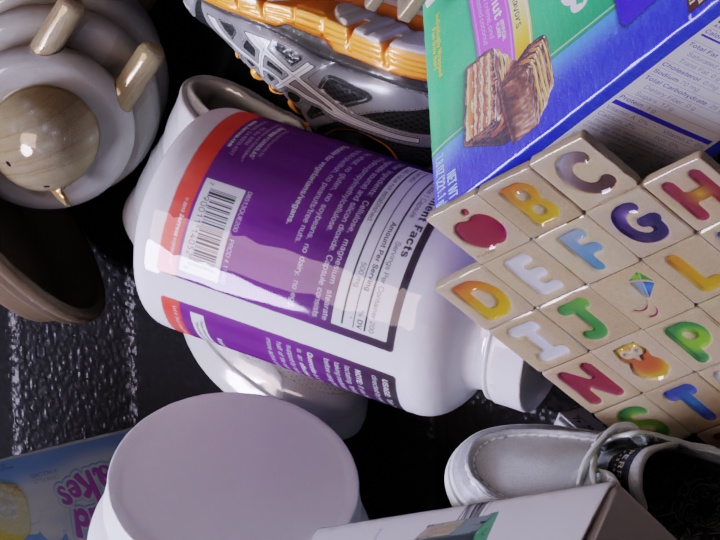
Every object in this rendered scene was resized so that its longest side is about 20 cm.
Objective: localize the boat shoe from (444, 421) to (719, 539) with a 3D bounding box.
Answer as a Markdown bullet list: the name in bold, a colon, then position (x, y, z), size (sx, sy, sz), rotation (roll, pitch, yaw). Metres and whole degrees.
- **boat shoe**: position (0.128, 0.096, 1.111), size (0.201, 0.070, 0.072), rotation (14, 148, 23)

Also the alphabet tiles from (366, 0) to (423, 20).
- **alphabet tiles**: position (0.041, -0.216, 1.136), size (0.166, 0.006, 0.200), rotation (-50, 31, 47)

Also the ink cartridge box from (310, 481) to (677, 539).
- **ink cartridge box**: position (0.074, 0.175, 1.119), size (0.146, 0.084, 0.200), rotation (43, 145, -25)

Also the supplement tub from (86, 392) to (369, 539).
- **supplement tub**: position (-0.067, 0.174, 1.294), size (0.145, 0.145, 0.200), rotation (42, 145, 33)

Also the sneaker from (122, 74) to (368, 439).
- **sneaker**: position (-0.051, -0.014, 1.323), size (0.200, 0.074, 0.116), rotation (50, 134, 30)

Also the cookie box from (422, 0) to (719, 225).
- **cookie box**: position (0.112, -0.127, 1.074), size (0.200, 0.075, 0.171), rotation (-38, 45, 44)

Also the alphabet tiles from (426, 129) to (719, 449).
- **alphabet tiles**: position (0.130, 0.018, 1.080), size (0.200, 0.006, 0.166), rotation (38, 142, -22)

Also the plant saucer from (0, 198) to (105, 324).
- **plant saucer**: position (-0.214, -0.047, 1.413), size (0.029, 0.200, 0.200), rotation (-37, 67, 9)

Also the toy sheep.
- **toy sheep**: position (-0.164, -0.107, 1.385), size (0.200, 0.138, 0.138), rotation (-88, 14, -61)

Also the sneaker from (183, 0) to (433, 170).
- **sneaker**: position (-0.022, -0.109, 1.272), size (0.200, 0.078, 0.077), rotation (30, 132, 43)

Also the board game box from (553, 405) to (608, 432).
- **board game box**: position (0.147, 0.169, 1.175), size (0.200, 0.035, 0.126), rotation (42, 128, 33)

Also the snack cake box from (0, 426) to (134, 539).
- **snack cake box**: position (-0.205, 0.158, 1.433), size (0.115, 0.200, 0.067), rotation (-49, 64, 42)

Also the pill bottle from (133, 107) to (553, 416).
- **pill bottle**: position (0.000, 0.000, 1.215), size (0.200, 0.112, 0.113), rotation (19, 114, 19)
